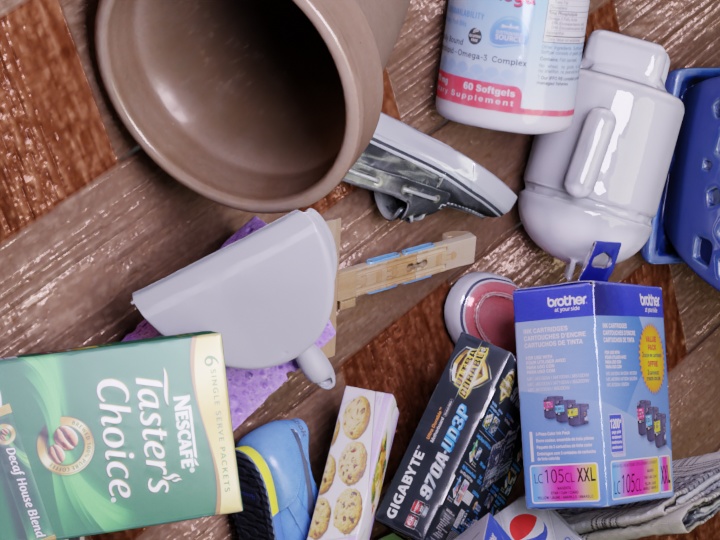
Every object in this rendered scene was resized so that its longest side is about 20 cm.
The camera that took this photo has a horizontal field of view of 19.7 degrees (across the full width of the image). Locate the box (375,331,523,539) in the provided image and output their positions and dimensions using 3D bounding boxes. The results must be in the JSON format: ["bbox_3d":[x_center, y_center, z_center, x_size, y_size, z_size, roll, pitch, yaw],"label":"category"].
[{"bbox_3d":[0.085,0.151,1.647,0.160,0.046,0.200,-64,160,-8],"label":"box"}]

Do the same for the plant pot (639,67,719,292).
[{"bbox_3d":[0.359,-0.081,1.802,0.199,0.179,0.202,-4,105,-43],"label":"plant pot"}]

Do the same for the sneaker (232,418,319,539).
[{"bbox_3d":[-0.053,0.208,1.573,0.078,0.066,0.202,-26,120,-40],"label":"sneaker"}]

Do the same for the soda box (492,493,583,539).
[{"bbox_3d":[0.111,0.265,1.685,0.068,0.063,0.201,-31,156,-33],"label":"soda box"}]

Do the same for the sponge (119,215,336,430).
[{"bbox_3d":[-0.115,0.069,1.471,0.200,0.030,0.112,-43,128,-14],"label":"sponge"}]

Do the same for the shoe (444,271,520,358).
[{"bbox_3d":[0.156,0.066,1.712,0.200,0.091,0.072,37,77,-44],"label":"shoe"}]

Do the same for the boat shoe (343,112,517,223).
[{"bbox_3d":[0.033,-0.072,1.574,0.199,0.072,0.071,24,95,-36],"label":"boat shoe"}]

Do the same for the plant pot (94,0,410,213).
[{"bbox_3d":[-0.051,-0.165,1.389,0.175,0.198,0.202,-50,135,-46],"label":"plant pot"}]

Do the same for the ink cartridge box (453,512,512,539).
[{"bbox_3d":[0.030,0.269,1.552,0.200,0.094,0.044,-40,95,14],"label":"ink cartridge box"}]

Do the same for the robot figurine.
[{"bbox_3d":[0.194,-0.090,1.684,0.169,0.112,0.202,8,98,-74],"label":"robot figurine"}]

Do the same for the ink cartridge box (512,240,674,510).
[{"bbox_3d":[0.181,0.080,1.613,0.136,0.076,0.202,3,81,-59],"label":"ink cartridge box"}]

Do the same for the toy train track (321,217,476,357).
[{"bbox_3d":[0.000,0.000,1.572,0.198,0.032,0.116,-15,122,-32],"label":"toy train track"}]

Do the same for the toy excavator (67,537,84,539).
[{"bbox_3d":[-0.195,0.227,1.435,0.193,0.099,0.202,0,90,-43],"label":"toy excavator"}]

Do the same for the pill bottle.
[{"bbox_3d":[0.121,-0.211,1.577,0.108,0.108,0.202,-4,106,-43],"label":"pill bottle"}]

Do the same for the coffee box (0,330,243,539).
[{"bbox_3d":[-0.180,0.110,1.349,0.198,0.044,0.124,-5,89,-14],"label":"coffee box"}]

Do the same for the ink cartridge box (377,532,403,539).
[{"bbox_3d":[0.004,0.329,1.681,0.145,0.048,0.202,-22,120,-38],"label":"ink cartridge box"}]

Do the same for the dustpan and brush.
[{"bbox_3d":[-0.059,0.035,1.437,0.139,0.057,0.201,-26,130,8],"label":"dustpan and brush"}]

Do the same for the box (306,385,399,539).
[{"bbox_3d":[-0.013,0.185,1.541,0.039,0.041,0.202,70,32,-62],"label":"box"}]

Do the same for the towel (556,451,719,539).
[{"bbox_3d":[0.231,0.191,1.738,0.192,0.199,0.035,-16,92,-53],"label":"towel"}]
